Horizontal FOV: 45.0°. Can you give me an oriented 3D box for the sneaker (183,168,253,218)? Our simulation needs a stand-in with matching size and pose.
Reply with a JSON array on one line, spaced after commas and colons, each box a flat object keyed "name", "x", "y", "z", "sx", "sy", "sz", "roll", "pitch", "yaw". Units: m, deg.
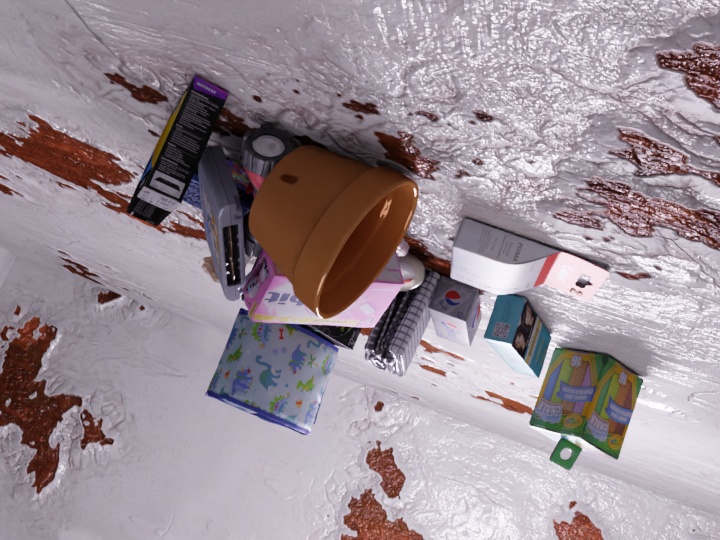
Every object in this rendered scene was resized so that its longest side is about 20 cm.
[{"name": "sneaker", "x": -0.188, "y": -0.107, "z": 1.317, "sx": 0.070, "sy": 0.078, "sz": 0.200, "roll": -32, "pitch": 127, "yaw": 32}]

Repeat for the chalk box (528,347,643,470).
[{"name": "chalk box", "x": 0.397, "y": 0.257, "z": 1.554, "sx": 0.124, "sy": 0.201, "sz": 0.124, "roll": 30, "pitch": 164, "yaw": -34}]

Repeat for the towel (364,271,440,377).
[{"name": "towel", "x": 0.066, "y": 0.086, "z": 1.494, "sx": 0.085, "sy": 0.166, "sz": 0.200, "roll": 23, "pitch": 167, "yaw": 11}]

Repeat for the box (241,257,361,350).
[{"name": "box", "x": -0.086, "y": 0.032, "z": 1.550, "sx": 0.124, "sy": 0.149, "sz": 0.200, "roll": 11, "pitch": 163, "yaw": 44}]

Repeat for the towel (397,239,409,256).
[{"name": "towel", "x": -0.045, "y": -0.088, "z": 1.268, "sx": 0.190, "sy": 0.032, "sz": 0.200, "roll": 14, "pitch": 164, "yaw": 34}]

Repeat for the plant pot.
[{"name": "plant pot", "x": -0.041, "y": -0.062, "z": 1.068, "sx": 0.140, "sy": 0.200, "sz": 0.200, "roll": 36, "pitch": 171, "yaw": 17}]

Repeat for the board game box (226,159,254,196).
[{"name": "board game box", "x": -0.116, "y": -0.089, "z": 1.230, "sx": 0.200, "sy": 0.039, "sz": 0.158, "roll": 30, "pitch": 164, "yaw": -27}]

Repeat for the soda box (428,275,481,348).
[{"name": "soda box", "x": 0.166, "y": 0.075, "z": 1.502, "sx": 0.068, "sy": 0.064, "sz": 0.200, "roll": 19, "pitch": 166, "yaw": 15}]

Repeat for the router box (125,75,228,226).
[{"name": "router box", "x": -0.235, "y": -0.143, "z": 1.096, "sx": 0.051, "sy": 0.150, "sz": 0.200, "roll": 25, "pitch": 166, "yaw": -17}]

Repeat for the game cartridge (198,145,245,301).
[{"name": "game cartridge", "x": -0.192, "y": -0.067, "z": 1.203, "sx": 0.200, "sy": 0.041, "sz": 0.133, "roll": 96, "pitch": 152, "yaw": -50}]

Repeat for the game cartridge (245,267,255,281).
[{"name": "game cartridge", "x": -0.059, "y": 0.000, "z": 1.272, "sx": 0.200, "sy": 0.041, "sz": 0.133, "roll": -32, "pitch": 134, "yaw": 31}]

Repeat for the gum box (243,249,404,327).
[{"name": "gum box", "x": -0.056, "y": 0.019, "z": 1.198, "sx": 0.199, "sy": 0.066, "sz": 0.114, "roll": 4, "pitch": 143, "yaw": -24}]

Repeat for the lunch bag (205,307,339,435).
[{"name": "lunch bag", "x": -0.143, "y": 0.177, "z": 1.515, "sx": 0.200, "sy": 0.171, "sz": 0.127, "roll": 27, "pitch": 166, "yaw": -29}]

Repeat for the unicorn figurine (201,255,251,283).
[{"name": "unicorn figurine", "x": -0.185, "y": -0.057, "z": 1.439, "sx": 0.074, "sy": 0.200, "sz": 0.137, "roll": 23, "pitch": -165, "yaw": -27}]

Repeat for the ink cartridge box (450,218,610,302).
[{"name": "ink cartridge box", "x": 0.221, "y": 0.005, "z": 1.176, "sx": 0.199, "sy": 0.047, "sz": 0.160, "roll": 22, "pitch": 167, "yaw": 10}]

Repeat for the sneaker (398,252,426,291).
[{"name": "sneaker", "x": 0.000, "y": 0.000, "z": 1.358, "sx": 0.199, "sy": 0.071, "sz": 0.093, "roll": 14, "pitch": -160, "yaw": 12}]

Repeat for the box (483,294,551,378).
[{"name": "box", "x": 0.265, "y": 0.111, "z": 1.449, "sx": 0.049, "sy": 0.083, "sz": 0.200, "roll": 13, "pitch": 164, "yaw": 29}]

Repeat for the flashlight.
[{"name": "flashlight", "x": -0.129, "y": -0.099, "z": 1.132, "sx": 0.068, "sy": 0.068, "sz": 0.200, "roll": 20, "pitch": 144, "yaw": 1}]
